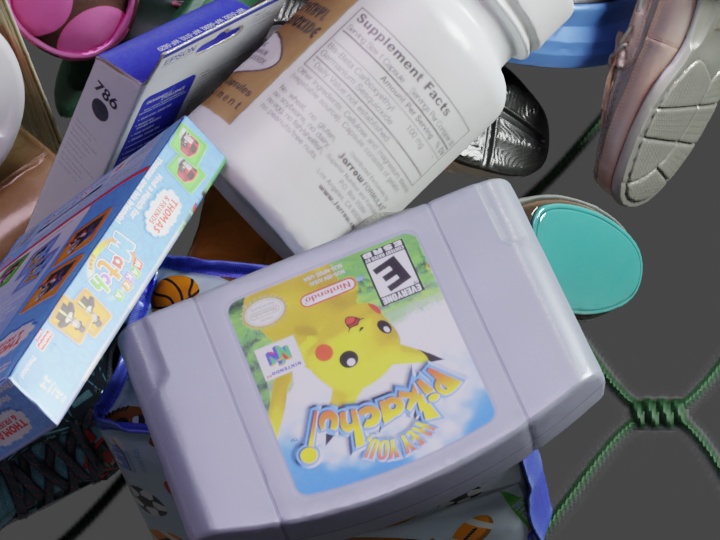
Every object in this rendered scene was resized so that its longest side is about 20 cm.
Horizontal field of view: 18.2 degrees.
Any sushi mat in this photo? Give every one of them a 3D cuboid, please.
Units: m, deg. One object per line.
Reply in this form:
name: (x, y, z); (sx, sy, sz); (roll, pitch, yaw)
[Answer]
sushi mat: (-0.222, -0.148, 1.312); (0.012, 0.200, 0.096); (-39, 57, -17)

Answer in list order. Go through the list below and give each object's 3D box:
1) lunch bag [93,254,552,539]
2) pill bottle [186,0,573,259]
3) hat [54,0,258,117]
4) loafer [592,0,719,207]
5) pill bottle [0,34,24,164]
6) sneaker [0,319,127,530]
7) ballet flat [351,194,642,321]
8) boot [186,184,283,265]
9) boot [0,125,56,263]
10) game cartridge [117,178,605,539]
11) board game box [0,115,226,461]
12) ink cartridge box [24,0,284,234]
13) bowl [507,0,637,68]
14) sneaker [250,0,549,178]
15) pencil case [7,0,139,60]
lunch bag: (-0.008, 0.081, 1.119); (0.199, 0.170, 0.124); (6, 59, 16)
pill bottle: (0.011, -0.100, 1.180); (0.200, 0.114, 0.114); (-44, 57, -6)
hat: (-0.060, -0.117, 1.373); (0.200, 0.176, 0.166); (-25, 35, 44)
loafer: (0.176, -0.135, 1.258); (0.063, 0.201, 0.072); (36, 22, 32)
pill bottle: (-0.290, -0.117, 1.326); (0.114, 0.114, 0.200); (-39, 34, -19)
sneaker: (-0.164, 0.083, 1.203); (0.095, 0.079, 0.200); (20, 60, 20)
ballet flat: (0.069, -0.008, 1.189); (0.064, 0.200, 0.068); (6, 93, 43)
boot: (0.000, 0.000, 1.242); (0.200, 0.071, 0.144); (4, 48, 8)
boot: (-0.230, 0.015, 1.275); (0.200, 0.066, 0.175); (-39, 56, -20)
game cartridge: (0.002, 0.049, 1.018); (0.199, 0.041, 0.134); (-22, 64, -4)
board game box: (-0.158, 0.025, 1.089); (0.151, 0.037, 0.200); (-31, 20, 40)
ink cartridge box: (-0.113, -0.084, 1.220); (0.099, 0.200, 0.039); (-31, 74, -40)
bowl: (0.080, -0.185, 1.325); (0.200, 0.039, 0.201); (12, 31, -7)
sneaker: (0.004, -0.092, 1.308); (0.200, 0.115, 0.076); (19, 65, -18)
pencil case: (-0.187, -0.203, 1.373); (0.093, 0.091, 0.200); (20, 17, -20)
